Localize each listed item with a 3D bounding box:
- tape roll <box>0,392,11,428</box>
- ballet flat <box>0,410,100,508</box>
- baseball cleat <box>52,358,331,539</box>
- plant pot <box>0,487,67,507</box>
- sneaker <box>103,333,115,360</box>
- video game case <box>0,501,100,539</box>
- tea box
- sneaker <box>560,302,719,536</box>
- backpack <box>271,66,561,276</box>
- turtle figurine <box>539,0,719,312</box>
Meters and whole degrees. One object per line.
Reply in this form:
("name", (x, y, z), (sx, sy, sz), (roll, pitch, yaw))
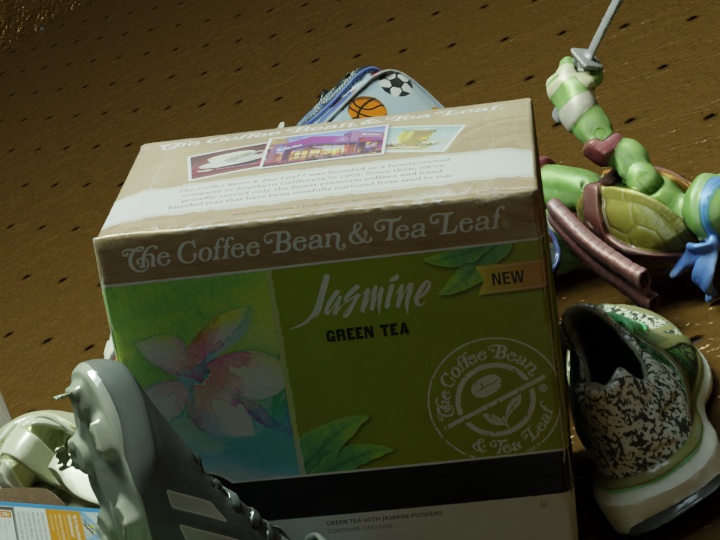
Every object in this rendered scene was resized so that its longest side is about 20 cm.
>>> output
("tape roll", (-0.288, 0.107, 1.166), (0.070, 0.204, 0.203), (-23, 19, 11))
("ballet flat", (-0.160, 0.113, 1.036), (0.199, 0.070, 0.069), (18, 46, 43))
("baseball cleat", (-0.058, 0.120, 0.819), (0.106, 0.202, 0.070), (-24, 11, -23))
("plant pot", (-0.235, 0.190, 0.952), (0.199, 0.189, 0.186), (-22, 14, -32))
("sneaker", (-0.077, 0.048, 1.257), (0.199, 0.077, 0.085), (-29, 38, 2))
("video game case", (-0.135, 0.158, 0.881), (0.198, 0.018, 0.143), (7, 24, -20))
("tea box", (-0.004, 0.039, 0.883), (0.198, 0.199, 0.134), (-7, 21, 7))
("sneaker", (0.130, 0.045, 0.922), (0.076, 0.089, 0.200), (-25, 19, 7))
("backpack", (0.000, 0.000, 1.033), (0.190, 0.200, 0.154), (-44, -8, -22))
("turtle figurine", (0.161, -0.070, 1.102), (0.143, 0.203, 0.193), (2, -8, -40))
